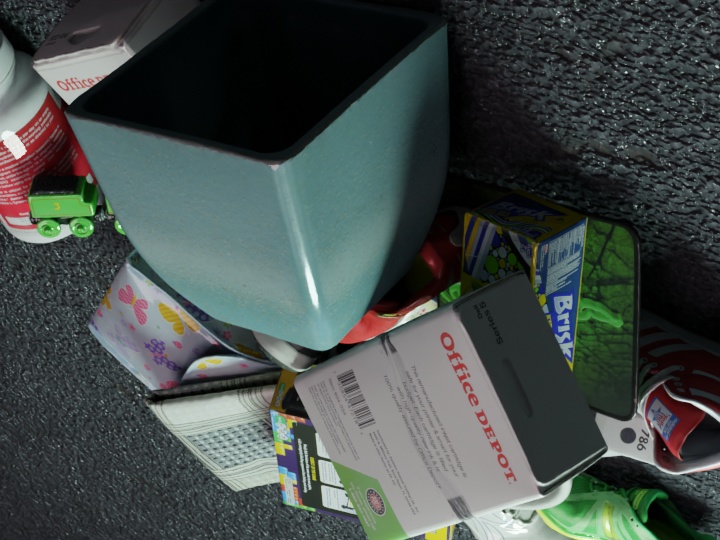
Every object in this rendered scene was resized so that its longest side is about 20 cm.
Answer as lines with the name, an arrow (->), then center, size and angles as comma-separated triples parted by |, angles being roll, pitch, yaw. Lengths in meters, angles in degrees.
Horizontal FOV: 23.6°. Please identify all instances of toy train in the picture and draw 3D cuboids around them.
toy train -> -0.199, -0.063, 1.531 | 0.199, 0.042, 0.056 | -3, 130, 3

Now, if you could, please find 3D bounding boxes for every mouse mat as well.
mouse mat -> 0.130, 0.018, 1.305 | 0.200, 0.008, 0.161 | 20, 123, 42

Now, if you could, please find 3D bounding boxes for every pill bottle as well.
pill bottle -> -0.317, -0.126, 1.562 | 0.112, 0.112, 0.200 | 16, 150, 33

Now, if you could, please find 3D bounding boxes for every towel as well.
towel -> -0.075, 0.155, 1.627 | 0.200, 0.035, 0.193 | -11, 143, 19

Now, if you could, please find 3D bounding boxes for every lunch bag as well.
lunch bag -> -0.145, 0.061, 1.640 | 0.200, 0.127, 0.170 | 42, 146, 0

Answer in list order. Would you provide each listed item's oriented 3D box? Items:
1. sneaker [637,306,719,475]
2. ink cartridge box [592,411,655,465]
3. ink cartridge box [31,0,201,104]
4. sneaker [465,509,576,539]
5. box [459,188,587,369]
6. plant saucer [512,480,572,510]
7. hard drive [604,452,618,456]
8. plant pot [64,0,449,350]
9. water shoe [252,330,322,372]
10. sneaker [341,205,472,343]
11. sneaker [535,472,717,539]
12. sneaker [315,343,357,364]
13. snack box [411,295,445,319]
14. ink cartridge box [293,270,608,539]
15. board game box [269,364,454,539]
sneaker -> 0.212, 0.087, 1.302 | 0.200, 0.112, 0.071 | 17, 121, 23
ink cartridge box -> 0.193, 0.116, 1.389 | 0.200, 0.039, 0.099 | 14, -172, 18
ink cartridge box -> -0.146, -0.133, 1.384 | 0.145, 0.085, 0.200 | -1, 140, 50
sneaker -> 0.132, 0.232, 1.723 | 0.200, 0.075, 0.087 | 30, 150, 7
box -> 0.117, 0.047, 1.280 | 0.070, 0.064, 0.200 | 25, 125, 37
plant saucer -> 0.102, 0.144, 1.548 | 0.200, 0.050, 0.200 | 20, 152, 11
hard drive -> 0.144, 0.094, 1.515 | 0.200, 0.026, 0.132 | 43, 153, -18
plant pot -> -0.054, -0.061, 1.215 | 0.196, 0.196, 0.200 | 15, 133, 34
water shoe -> -0.048, -0.001, 1.373 | 0.079, 0.200, 0.071 | -43, 125, 19
sneaker -> 0.017, 0.007, 1.349 | 0.200, 0.085, 0.077 | -36, 84, 48
sneaker -> 0.246, 0.223, 1.593 | 0.200, 0.074, 0.084 | 29, 130, 17
sneaker -> -0.017, 0.091, 1.650 | 0.200, 0.074, 0.089 | -4, 137, 38
snack box -> 0.000, 0.000, 1.470 | 0.200, 0.037, 0.116 | 34, 152, 15
ink cartridge box -> 0.062, 0.104, 1.251 | 0.200, 0.084, 0.146 | -27, 88, 49
board game box -> 0.009, 0.163, 1.527 | 0.165, 0.057, 0.200 | 12, 150, 8
